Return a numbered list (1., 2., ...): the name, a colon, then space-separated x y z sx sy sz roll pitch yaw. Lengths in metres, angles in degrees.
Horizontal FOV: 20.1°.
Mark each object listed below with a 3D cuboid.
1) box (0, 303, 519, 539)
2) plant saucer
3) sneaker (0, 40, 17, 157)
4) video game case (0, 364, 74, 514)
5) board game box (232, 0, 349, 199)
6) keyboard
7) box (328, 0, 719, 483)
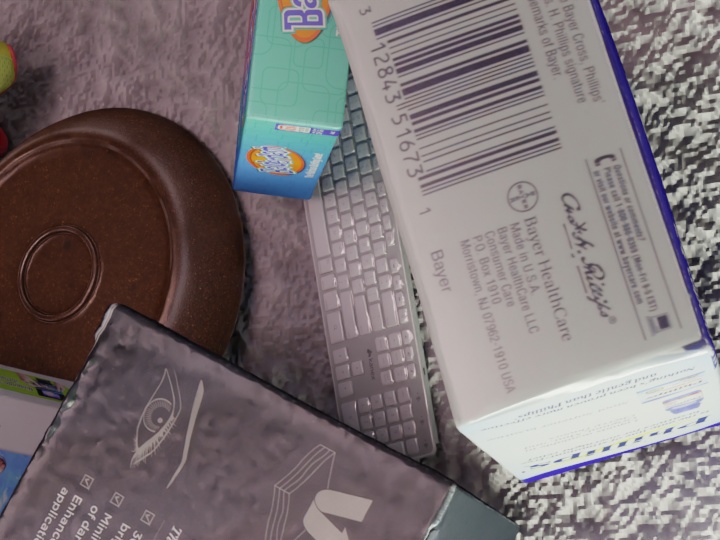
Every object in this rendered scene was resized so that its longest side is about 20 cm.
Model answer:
1. box: -0.065 0.153 0.956 0.200 0.117 0.197 26 85 25
2. plant saucer: -0.156 0.004 1.099 0.200 0.034 0.201 -8 73 28
3. sneaker: -0.247 -0.058 1.158 0.078 0.090 0.200 63 140 33
4. video game case: -0.253 0.132 1.019 0.200 0.181 0.045 -66 29 13
5. board game box: -0.029 -0.124 0.949 0.045 0.200 0.153 7 82 -5
6. keyboard: 0.000 0.000 1.030 0.056 0.011 0.201 -16 77 31
7. box: 0.078 -0.019 0.859 0.105 0.200 0.184 -18 75 7
